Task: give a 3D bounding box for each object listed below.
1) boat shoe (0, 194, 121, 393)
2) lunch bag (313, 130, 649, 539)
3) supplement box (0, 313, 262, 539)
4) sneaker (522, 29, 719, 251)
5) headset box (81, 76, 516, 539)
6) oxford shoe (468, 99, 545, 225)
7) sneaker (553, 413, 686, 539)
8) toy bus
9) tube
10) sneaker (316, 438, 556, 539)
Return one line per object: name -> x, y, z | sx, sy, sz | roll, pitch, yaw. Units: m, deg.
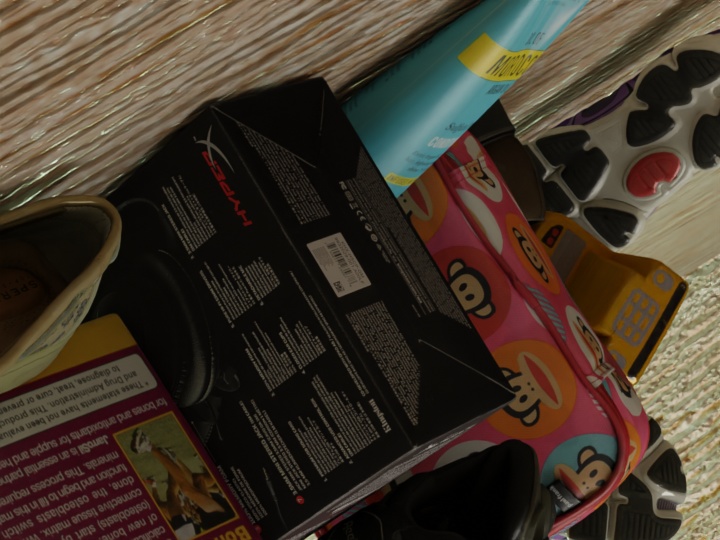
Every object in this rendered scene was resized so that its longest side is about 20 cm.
boat shoe -> -0.153, 0.021, 0.760 | 0.063, 0.073, 0.200 | -44, 177, 35
lunch bag -> 0.014, 0.047, 1.051 | 0.176, 0.200, 0.082 | -35, 176, 19
supplement box -> -0.105, 0.134, 0.845 | 0.131, 0.200, 0.103 | -18, 161, -50
sneaker -> 0.151, -0.067, 1.270 | 0.200, 0.081, 0.083 | -32, -174, 33
headset box -> -0.060, 0.042, 0.918 | 0.200, 0.149, 0.077 | -39, 169, 38
oxford shoe -> 0.000, 0.000, 1.126 | 0.200, 0.085, 0.073 | -30, 174, 3
sneaker -> 0.070, 0.100, 1.201 | 0.200, 0.081, 0.083 | 10, 164, -7
toy bus -> 0.082, 0.009, 1.203 | 0.065, 0.078, 0.200 | -58, -156, -11
tube -> 0.024, -0.068, 0.959 | 0.200, 0.050, 0.077 | -40, 177, 21
sneaker -> 0.062, 0.142, 0.972 | 0.114, 0.076, 0.199 | -40, 133, 17
